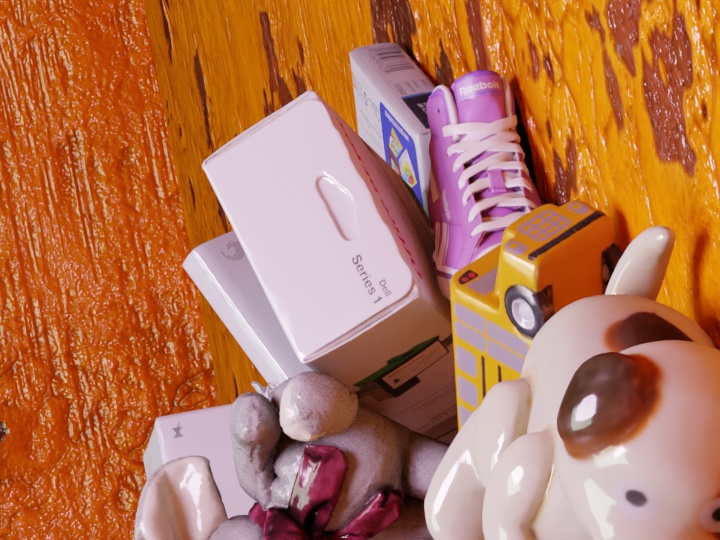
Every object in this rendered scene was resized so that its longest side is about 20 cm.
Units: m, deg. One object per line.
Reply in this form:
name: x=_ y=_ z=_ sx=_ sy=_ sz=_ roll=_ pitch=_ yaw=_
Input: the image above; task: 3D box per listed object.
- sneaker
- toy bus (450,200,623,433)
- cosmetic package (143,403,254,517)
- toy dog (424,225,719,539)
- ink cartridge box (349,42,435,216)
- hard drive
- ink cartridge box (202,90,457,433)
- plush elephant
sneaker: x=0.070 y=-0.051 z=1.696 sx=0.201 sy=0.072 sz=0.115 roll=-125 pitch=29 yaw=-70
toy bus: x=0.094 y=0.055 z=1.586 sx=0.078 sy=0.065 sz=0.201 roll=29 pitch=137 yaw=39
cosmetic package: x=-0.061 y=0.170 z=2.359 sx=0.200 sy=0.198 sz=0.124 roll=115 pitch=143 yaw=-76
toy dog: x=0.133 y=0.082 z=1.333 sx=0.195 sy=0.139 sz=0.200 roll=-64 pitch=8 yaw=-2
ink cartridge box: x=0.041 y=-0.029 z=1.991 sx=0.198 sy=0.047 sz=0.201 roll=-127 pitch=26 yaw=-66
hard drive: x=-0.004 y=0.047 z=1.871 sx=0.200 sy=0.132 sz=0.027 roll=53 pitch=140 yaw=16
ink cartridge box: x=0.000 y=0.000 z=1.757 sx=0.147 sy=0.084 sz=0.200 roll=62 pitch=-171 yaw=23
plush elephant: x=-0.035 y=0.148 z=1.721 sx=0.200 sy=0.164 sz=0.156 roll=10 pitch=74 yaw=60
